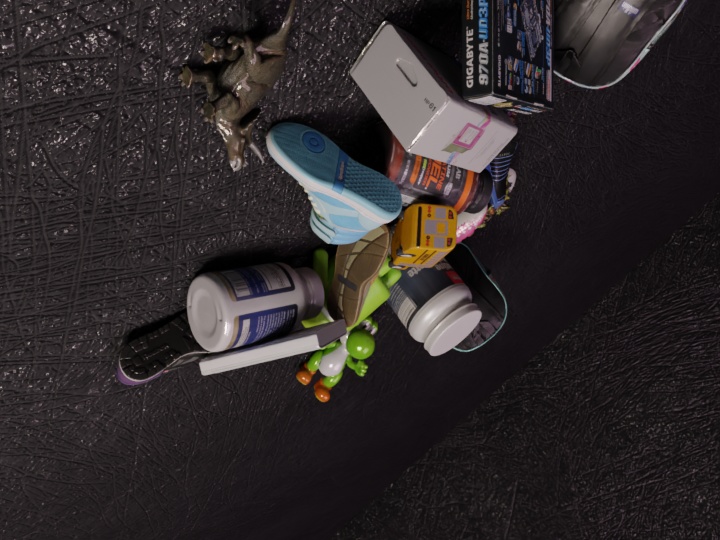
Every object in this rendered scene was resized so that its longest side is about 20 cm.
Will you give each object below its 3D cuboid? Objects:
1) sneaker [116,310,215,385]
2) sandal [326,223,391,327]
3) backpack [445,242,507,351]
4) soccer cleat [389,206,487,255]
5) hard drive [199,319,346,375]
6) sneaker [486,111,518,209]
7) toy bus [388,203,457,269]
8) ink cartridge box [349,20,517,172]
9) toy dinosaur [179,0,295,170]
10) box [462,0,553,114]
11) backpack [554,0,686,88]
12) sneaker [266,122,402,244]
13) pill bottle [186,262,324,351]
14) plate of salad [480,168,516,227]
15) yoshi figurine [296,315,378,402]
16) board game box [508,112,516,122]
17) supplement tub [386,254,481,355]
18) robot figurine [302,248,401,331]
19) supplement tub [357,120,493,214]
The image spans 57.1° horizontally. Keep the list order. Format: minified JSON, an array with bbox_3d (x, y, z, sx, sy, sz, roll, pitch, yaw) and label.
[{"bbox_3d":[-0.279,0.114,1.014,0.197,0.077,0.087,-20,169,-33],"label":"sneaker"},{"bbox_3d":[0.000,0.000,1.027,0.054,0.080,0.203,-30,147,-48],"label":"sandal"},{"bbox_3d":[0.214,0.062,1.406,0.175,0.201,0.153,-42,170,6],"label":"backpack"},{"bbox_3d":[0.117,-0.076,1.107,0.197,0.071,0.086,-28,138,31],"label":"soccer cleat"},{"bbox_3d":[-0.131,0.117,1.017,0.195,0.027,0.132,-15,-179,18],"label":"hard drive"},{"bbox_3d":[0.217,-0.179,1.053,0.077,0.071,0.201,-31,144,1],"label":"sneaker"},{"bbox_3d":[0.088,-0.046,0.996,0.076,0.067,0.200,3,171,-3],"label":"toy bus"},{"bbox_3d":[0.098,-0.218,0.857,0.085,0.146,0.198,-45,154,26],"label":"ink cartridge box"},{"bbox_3d":[-0.121,-0.207,0.696,0.102,0.077,0.202,-18,145,-58],"label":"toy dinosaur"},{"bbox_3d":[0.182,-0.303,0.804,0.157,0.045,0.206,-6,96,-48],"label":"box"},{"bbox_3d":[0.326,-0.360,0.890,0.151,0.175,0.202,-55,175,-48],"label":"backpack"},{"bbox_3d":[-0.055,-0.100,0.874,0.130,0.197,0.081,-37,-152,49],"label":"sneaker"},{"bbox_3d":[-0.152,0.049,1.002,0.197,0.112,0.112,-10,143,-44],"label":"pill bottle"},{"bbox_3d":[0.212,-0.106,1.212,0.197,0.048,0.201,-31,157,-15],"label":"plate of salad"},{"bbox_3d":[-0.040,0.179,1.375,0.200,0.113,0.112,-46,147,10],"label":"yoshi figurine"},{"bbox_3d":[0.169,-0.188,1.121,0.197,0.044,0.200,-32,155,-12],"label":"board game box"},{"bbox_3d":[0.122,0.042,1.249,0.138,0.201,0.142,-29,154,-16],"label":"supplement tub"},{"bbox_3d":[-0.028,0.036,1.140,0.199,0.116,0.175,-39,148,4],"label":"robot figurine"},{"bbox_3d":[0.099,-0.140,0.962,0.196,0.108,0.108,11,130,-30],"label":"supplement tub"}]
